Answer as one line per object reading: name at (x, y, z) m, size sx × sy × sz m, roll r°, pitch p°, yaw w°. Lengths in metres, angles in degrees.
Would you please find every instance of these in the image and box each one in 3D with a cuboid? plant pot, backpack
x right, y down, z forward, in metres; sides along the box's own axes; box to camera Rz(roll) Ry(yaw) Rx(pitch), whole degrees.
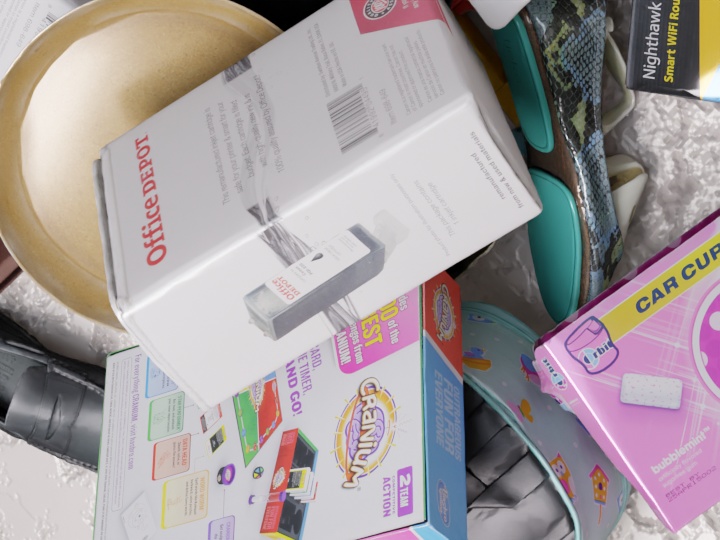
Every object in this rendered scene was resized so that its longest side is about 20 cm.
plant pot at (-0.105, -0.059, 1.112) m, size 0.198 × 0.028 × 0.202 m, roll -1°, pitch 113°, yaw -1°
backpack at (0.050, 0.119, 1.112) m, size 0.176 × 0.153 × 0.200 m, roll 49°, pitch 133°, yaw 9°

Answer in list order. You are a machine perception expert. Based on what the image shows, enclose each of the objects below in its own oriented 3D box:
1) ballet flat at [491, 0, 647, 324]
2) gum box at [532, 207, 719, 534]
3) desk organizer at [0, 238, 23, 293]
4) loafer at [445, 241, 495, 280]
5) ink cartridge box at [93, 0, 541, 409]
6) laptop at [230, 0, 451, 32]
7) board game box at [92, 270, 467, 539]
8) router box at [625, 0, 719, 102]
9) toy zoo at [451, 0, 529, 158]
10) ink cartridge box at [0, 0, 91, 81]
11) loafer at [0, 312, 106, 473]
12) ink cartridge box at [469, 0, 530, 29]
ballet flat at (0.119, -0.064, 1.085) m, size 0.074 × 0.074 × 0.201 m, roll 4°, pitch 122°, yaw 26°
gum box at (0.192, 0.032, 1.025) m, size 0.199 × 0.066 × 0.114 m, roll -36°, pitch 89°, yaw 1°
desk organizer at (-0.307, -0.042, 1.292) m, size 0.199 × 0.072 × 0.078 m, roll 11°, pitch 126°, yaw 24°
loafer at (0.000, 0.000, 1.088) m, size 0.200 × 0.068 × 0.076 m, roll -42°, pitch 109°, yaw 17°
ink cartridge box at (-0.026, -0.045, 1.015) m, size 0.199 × 0.146 × 0.085 m, roll -29°, pitch 126°, yaw 10°
laptop at (-0.018, -0.209, 1.116) m, size 0.186 × 0.116 × 0.201 m, roll 20°, pitch 126°, yaw 12°
board game box at (-0.043, 0.090, 1.029) m, size 0.199 × 0.040 × 0.154 m, roll -18°, pitch 53°, yaw 26°
router box at (0.217, -0.182, 1.021) m, size 0.148 × 0.051 × 0.202 m, roll 10°, pitch 107°, yaw 25°
toy zoo at (0.042, -0.145, 1.136) m, size 0.131 × 0.020 × 0.201 m, roll -40°, pitch 82°, yaw 28°
ink cartridge box at (-0.146, -0.077, 1.209) m, size 0.199 × 0.085 × 0.146 m, roll 37°, pitch 113°, yaw 16°
loafer at (-0.195, 0.085, 1.277) m, size 0.200 × 0.070 × 0.069 m, roll 27°, pitch 112°, yaw 19°
ink cartridge box at (0.112, -0.224, 0.997) m, size 0.200 × 0.067 × 0.117 m, roll -41°, pitch 81°, yaw 26°
